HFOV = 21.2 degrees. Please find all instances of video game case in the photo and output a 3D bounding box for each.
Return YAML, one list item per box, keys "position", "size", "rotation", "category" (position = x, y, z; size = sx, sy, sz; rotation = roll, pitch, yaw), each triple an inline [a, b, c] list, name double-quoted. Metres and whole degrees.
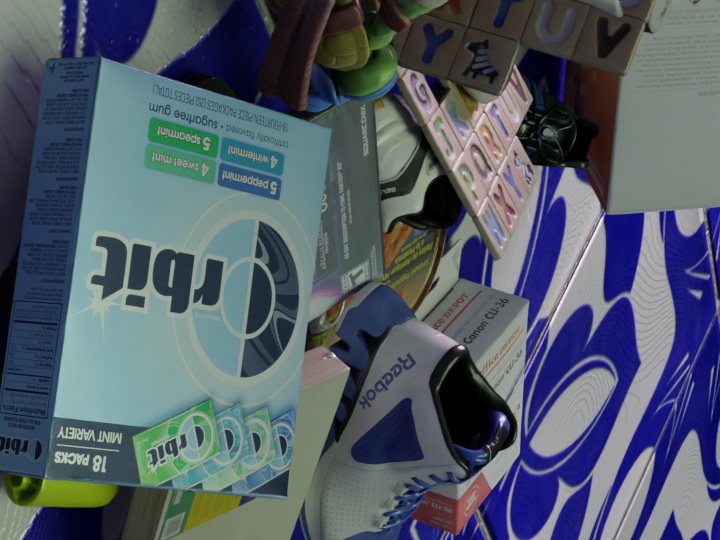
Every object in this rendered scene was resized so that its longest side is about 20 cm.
- position: [-0.066, -0.011, 1.118]
  size: [0.200, 0.019, 0.143]
  rotation: [-32, 136, -30]
  category: "video game case"

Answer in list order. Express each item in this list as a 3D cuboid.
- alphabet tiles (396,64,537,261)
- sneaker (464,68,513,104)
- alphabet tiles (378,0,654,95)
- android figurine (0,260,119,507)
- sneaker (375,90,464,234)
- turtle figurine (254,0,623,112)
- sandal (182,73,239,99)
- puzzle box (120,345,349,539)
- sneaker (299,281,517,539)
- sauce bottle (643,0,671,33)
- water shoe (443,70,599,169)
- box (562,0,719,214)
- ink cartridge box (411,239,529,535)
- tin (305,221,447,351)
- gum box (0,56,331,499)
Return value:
- position: [0.073, -0.119, 1.280]
  size: [0.167, 0.008, 0.200]
  rotation: [60, 27, -16]
  category: "alphabet tiles"
- position: [0.103, -0.208, 1.282]
  size: [0.077, 0.082, 0.201]
  rotation: [37, 53, -50]
  category: "sneaker"
- position: [0.082, -0.190, 1.147]
  size: [0.168, 0.199, 0.008]
  rotation: [-68, 161, -8]
  category: "alphabet tiles"
- position: [-0.126, 0.047, 1.036]
  size: [0.200, 0.041, 0.183]
  rotation: [6, 108, -55]
  category: "android figurine"
- position: [0.042, -0.067, 1.270]
  size: [0.200, 0.076, 0.088]
  rotation: [-18, 78, -60]
  category: "sneaker"
- position: [0.005, -0.196, 1.045]
  size: [0.194, 0.199, 0.144]
  rotation: [52, 18, -45]
  category: "turtle figurine"
- position: [-0.060, -0.049, 1.145]
  size: [0.075, 0.045, 0.200]
  rotation: [-66, 155, -14]
  category: "sandal"
- position: [-0.083, 0.143, 1.116]
  size: [0.133, 0.025, 0.200]
  rotation: [-20, 140, -44]
  category: "puzzle box"
- position: [0.032, 0.117, 1.209]
  size: [0.080, 0.115, 0.200]
  rotation: [-29, 135, -47]
  category: "sneaker"
- position: [0.094, -0.187, 1.192]
  size: [0.066, 0.199, 0.066]
  rotation: [-47, 148, -43]
  category: "sauce bottle"
- position: [0.124, -0.117, 1.446]
  size: [0.200, 0.079, 0.072]
  rotation: [4, 102, -65]
  category: "water shoe"
- position: [0.234, -0.169, 1.532]
  size: [0.152, 0.106, 0.201]
  rotation: [-108, -163, -57]
  category: "box"
- position: [0.076, 0.090, 1.498]
  size: [0.116, 0.067, 0.201]
  rotation: [-46, 145, -44]
  category: "ink cartridge box"
- position: [0.000, 0.000, 1.316]
  size: [0.200, 0.042, 0.112]
  rotation: [-34, 132, -54]
  category: "tin"
- position: [-0.095, 0.009, 0.970]
  size: [0.170, 0.044, 0.201]
  rotation: [13, 83, -49]
  category: "gum box"
